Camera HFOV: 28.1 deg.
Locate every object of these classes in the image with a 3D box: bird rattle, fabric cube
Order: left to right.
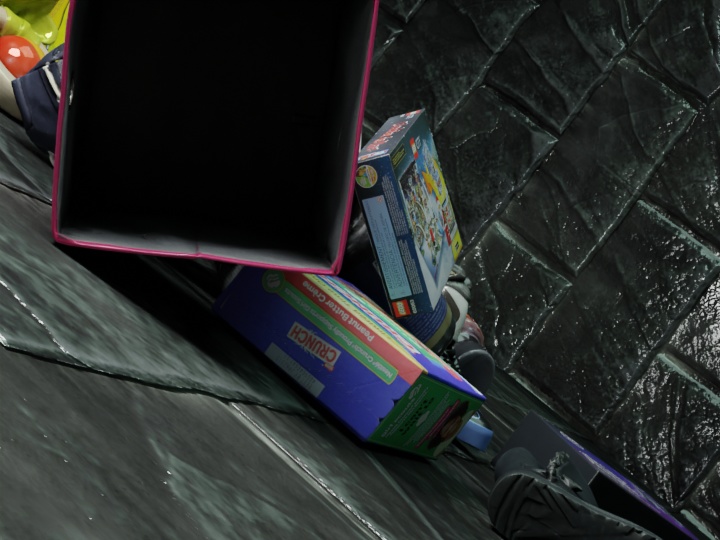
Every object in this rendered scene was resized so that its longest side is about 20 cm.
[{"bbox_3d":[-0.331,-0.210,1.330,0.164,0.112,0.200,54,8,6],"label":"bird rattle"},{"bbox_3d":[-0.106,-0.118,1.014,0.198,0.199,0.199,7,9,-9],"label":"fabric cube"}]

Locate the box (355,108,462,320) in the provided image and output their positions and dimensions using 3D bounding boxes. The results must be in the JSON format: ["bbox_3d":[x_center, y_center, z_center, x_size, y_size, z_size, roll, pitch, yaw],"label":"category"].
[{"bbox_3d":[0.044,-0.055,1.269,0.200,0.037,0.138,-56,131,-70],"label":"box"}]

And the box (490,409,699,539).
[{"bbox_3d":[0.249,0.246,1.487,0.199,0.079,0.141,36,1,-31],"label":"box"}]

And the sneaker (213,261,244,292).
[{"bbox_3d":[-0.115,-0.050,1.226,0.074,0.081,0.202,15,47,-36],"label":"sneaker"}]

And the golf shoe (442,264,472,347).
[{"bbox_3d":[0.018,0.043,1.489,0.198,0.096,0.078,-7,-25,29],"label":"golf shoe"}]

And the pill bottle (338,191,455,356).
[{"bbox_3d":[0.000,0.000,1.357,0.201,0.111,0.112,57,-6,-25],"label":"pill bottle"}]

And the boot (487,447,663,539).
[{"bbox_3d":[0.195,0.221,1.200,0.199,0.077,0.168,32,6,8],"label":"boot"}]

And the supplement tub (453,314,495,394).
[{"bbox_3d":[0.070,0.075,1.640,0.107,0.107,0.200,35,5,-41],"label":"supplement tub"}]

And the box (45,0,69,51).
[{"bbox_3d":[-0.228,-0.211,1.493,0.192,0.201,0.122,38,3,33],"label":"box"}]

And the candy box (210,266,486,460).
[{"bbox_3d":[-0.004,0.068,1.157,0.169,0.077,0.200,39,5,21],"label":"candy box"}]

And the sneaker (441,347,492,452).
[{"bbox_3d":[0.076,0.106,1.508,0.200,0.078,0.070,40,4,33],"label":"sneaker"}]

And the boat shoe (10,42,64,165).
[{"bbox_3d":[-0.219,-0.099,1.223,0.202,0.092,0.075,67,19,-10],"label":"boat shoe"}]
